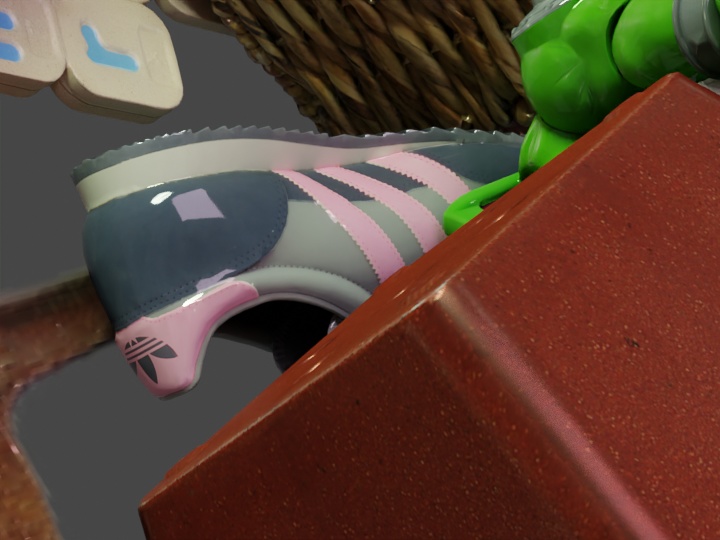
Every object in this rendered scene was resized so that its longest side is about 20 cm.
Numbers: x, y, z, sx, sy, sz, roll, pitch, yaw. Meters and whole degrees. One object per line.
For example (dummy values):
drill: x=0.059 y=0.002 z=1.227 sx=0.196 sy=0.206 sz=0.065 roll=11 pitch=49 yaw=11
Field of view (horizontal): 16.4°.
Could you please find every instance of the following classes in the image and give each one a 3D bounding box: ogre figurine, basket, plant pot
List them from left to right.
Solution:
basket: x=0.014 y=-0.160 z=0.831 sx=0.200 sy=0.142 sz=0.149 roll=49 pitch=38 yaw=-27
plant pot: x=0.064 y=0.072 z=0.645 sx=0.176 sy=0.200 sz=0.200 roll=51 pitch=44 yaw=-2
ogre figurine: x=0.094 y=-0.012 z=0.755 sx=0.098 sy=0.200 sz=0.120 roll=-42 pitch=44 yaw=-18

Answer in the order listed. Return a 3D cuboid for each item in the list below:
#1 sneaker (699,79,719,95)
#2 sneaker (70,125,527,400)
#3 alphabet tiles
sneaker: x=0.132 y=-0.030 z=0.895 sx=0.085 sy=0.077 sz=0.201 roll=34 pitch=45 yaw=-16
sneaker: x=0.000 y=0.000 z=0.801 sx=0.199 sy=0.070 sz=0.082 roll=-3 pitch=77 yaw=-35
alphabet tiles: x=-0.116 y=-0.142 z=0.809 sx=0.195 sy=0.015 sz=0.201 roll=10 pitch=57 yaw=-46
